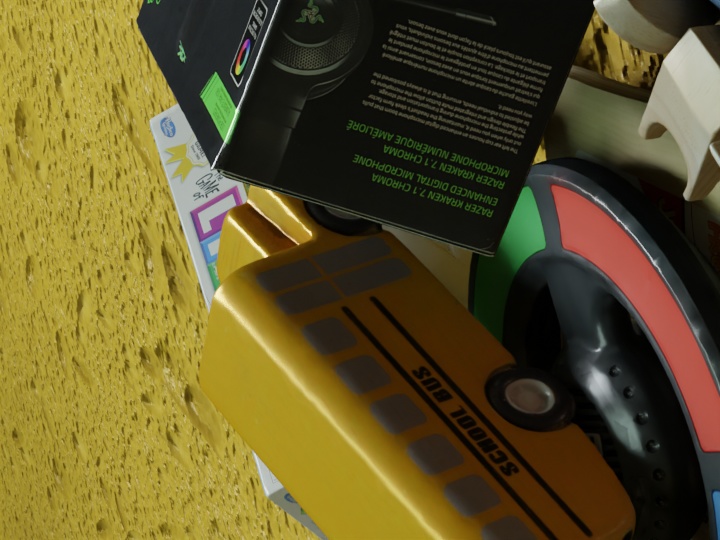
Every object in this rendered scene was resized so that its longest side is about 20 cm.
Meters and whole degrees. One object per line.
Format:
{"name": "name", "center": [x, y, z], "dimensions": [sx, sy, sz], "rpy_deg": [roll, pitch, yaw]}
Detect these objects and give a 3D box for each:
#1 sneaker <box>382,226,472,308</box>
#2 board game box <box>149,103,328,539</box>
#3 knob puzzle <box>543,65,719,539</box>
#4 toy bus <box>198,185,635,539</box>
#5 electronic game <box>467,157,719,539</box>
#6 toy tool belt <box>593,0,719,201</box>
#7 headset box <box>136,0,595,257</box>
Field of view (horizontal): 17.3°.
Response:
{"name": "sneaker", "center": [0.000, 0.000, 0.949], "dimensions": [0.074, 0.115, 0.200], "rpy_deg": [-52, 56, 27]}
{"name": "board game box", "center": [-0.024, 0.032, 1.034], "dimensions": [0.134, 0.034, 0.201], "rpy_deg": [45, -160, -54]}
{"name": "knob puzzle", "center": [0.127, 0.031, 0.788], "dimensions": [0.220, 0.030, 0.221], "rpy_deg": [-129, 30, -46]}
{"name": "toy bus", "center": [0.010, 0.048, 0.810], "dimensions": [0.200, 0.078, 0.065], "rpy_deg": [46, 141, 32]}
{"name": "electronic game", "center": [0.089, 0.060, 0.807], "dimensions": [0.200, 0.041, 0.201], "rpy_deg": [164, 90, -70]}
{"name": "toy tool belt", "center": [0.117, -0.069, 0.554], "dimensions": [0.200, 0.123, 0.125], "rpy_deg": [52, 125, 22]}
{"name": "headset box", "center": [0.010, -0.120, 0.725], "dimensions": [0.174, 0.092, 0.201], "rpy_deg": [-121, 50, -65]}
